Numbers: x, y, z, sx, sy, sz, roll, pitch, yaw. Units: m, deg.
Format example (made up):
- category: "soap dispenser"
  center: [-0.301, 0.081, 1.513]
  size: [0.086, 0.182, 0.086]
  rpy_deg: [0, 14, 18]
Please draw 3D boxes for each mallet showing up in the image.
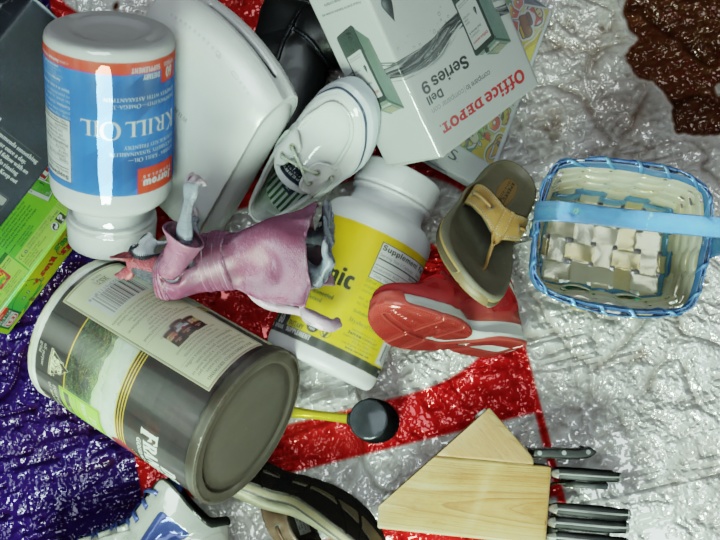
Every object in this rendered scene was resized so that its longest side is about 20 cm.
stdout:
- category: "mallet"
  center: [-0.062, 0.134, 0.950]
  size: [0.197, 0.066, 0.042]
  rpy_deg: [6, 80, 6]

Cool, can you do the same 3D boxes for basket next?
- category: "basket"
  center: [0.234, -0.029, 0.883]
  size: [0.174, 0.200, 0.141]
  rpy_deg: [8, 81, 6]

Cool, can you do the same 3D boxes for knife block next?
- category: "knife block"
  center: [0.138, 0.223, 0.920]
  size: [0.200, 0.064, 0.176]
  rpy_deg: [-40, 79, -3]

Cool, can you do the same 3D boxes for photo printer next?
- category: "photo printer"
  center: [-0.153, -0.152, 0.946]
  size: [0.166, 0.069, 0.200]
  rpy_deg: [46, 130, 9]

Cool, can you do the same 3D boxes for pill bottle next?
- category: "pill bottle"
  center: [0.000, 0.000, 0.944]
  size: [0.110, 0.111, 0.202]
  rpy_deg: [23, 82, 8]
- category: "pill bottle"
  center: [-0.221, -0.117, 0.892]
  size: [0.111, 0.113, 0.202]
  rpy_deg: [10, 120, 6]

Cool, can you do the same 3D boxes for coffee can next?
- category: "coffee can"
  center: [-0.175, 0.094, 0.901]
  size: [0.199, 0.146, 0.147]
  rpy_deg: [27, 83, 24]

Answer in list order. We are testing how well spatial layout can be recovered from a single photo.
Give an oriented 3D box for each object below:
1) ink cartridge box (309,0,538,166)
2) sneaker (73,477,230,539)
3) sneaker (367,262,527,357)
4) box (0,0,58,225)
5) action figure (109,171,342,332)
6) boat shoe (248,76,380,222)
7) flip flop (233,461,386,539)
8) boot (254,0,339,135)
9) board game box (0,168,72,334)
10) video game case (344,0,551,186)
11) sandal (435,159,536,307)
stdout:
- category: "ink cartridge box"
  center: [0.053, -0.215, 0.881]
  size: [0.146, 0.084, 0.201]
  rpy_deg: [-37, 110, -29]
- category: "sneaker"
  center: [-0.207, 0.249, 0.942]
  size: [0.197, 0.081, 0.117]
  rpy_deg: [2, 77, -2]
- category: "sneaker"
  center: [0.074, 0.010, 0.916]
  size: [0.078, 0.199, 0.117]
  rpy_deg: [-20, 65, 34]
- category: "box"
  center: [-0.368, -0.168, 0.954]
  size: [0.196, 0.117, 0.201]
  rpy_deg: [32, 83, 43]
- category: "action figure"
  center: [-0.117, -0.004, 0.873]
  size: [0.198, 0.134, 0.151]
  rpy_deg: [-10, 84, 4]
- category: "boat shoe"
  center: [-0.046, -0.096, 0.919]
  size: [0.074, 0.200, 0.067]
  rpy_deg: [46, 55, 5]
- category: "flip flop"
  center: [-0.067, 0.226, 0.934]
  size: [0.198, 0.081, 0.058]
  rpy_deg: [20, 99, 11]
- category: "boot"
  center: [-0.043, -0.193, 0.998]
  size: [0.196, 0.073, 0.164]
  rpy_deg: [20, 82, 13]
- category: "board game box"
  center: [-0.338, -0.049, 1.009]
  size: [0.101, 0.048, 0.201]
  rpy_deg: [36, 85, 9]
- category: "video game case"
  center: [0.084, -0.204, 0.966]
  size: [0.181, 0.023, 0.202]
  rpy_deg: [25, 81, -28]
- category: "sandal"
  center: [0.124, -0.048, 0.907]
  size: [0.080, 0.054, 0.201]
  rpy_deg: [38, 43, -5]
